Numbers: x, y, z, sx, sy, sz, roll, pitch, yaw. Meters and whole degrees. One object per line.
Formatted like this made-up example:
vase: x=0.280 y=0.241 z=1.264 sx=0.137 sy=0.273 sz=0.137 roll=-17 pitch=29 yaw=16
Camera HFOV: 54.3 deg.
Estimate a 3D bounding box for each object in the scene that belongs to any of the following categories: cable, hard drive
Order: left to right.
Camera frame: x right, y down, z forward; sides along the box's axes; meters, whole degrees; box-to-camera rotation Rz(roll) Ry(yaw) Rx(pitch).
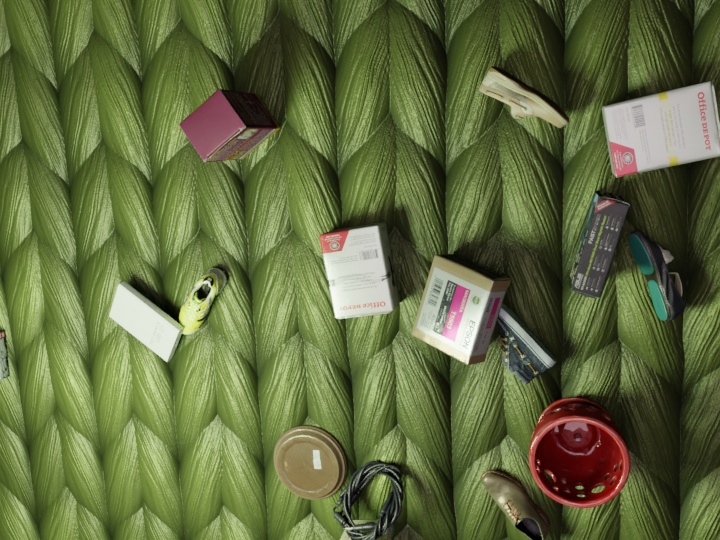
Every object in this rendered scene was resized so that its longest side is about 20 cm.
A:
hard drive: x=-0.554 y=0.133 z=1.812 sx=0.200 sy=0.026 sz=0.132 roll=37 pitch=128 yaw=7
cable: x=0.026 y=0.556 z=1.691 sx=0.200 sy=0.051 sz=0.163 roll=-47 pitch=42 yaw=1

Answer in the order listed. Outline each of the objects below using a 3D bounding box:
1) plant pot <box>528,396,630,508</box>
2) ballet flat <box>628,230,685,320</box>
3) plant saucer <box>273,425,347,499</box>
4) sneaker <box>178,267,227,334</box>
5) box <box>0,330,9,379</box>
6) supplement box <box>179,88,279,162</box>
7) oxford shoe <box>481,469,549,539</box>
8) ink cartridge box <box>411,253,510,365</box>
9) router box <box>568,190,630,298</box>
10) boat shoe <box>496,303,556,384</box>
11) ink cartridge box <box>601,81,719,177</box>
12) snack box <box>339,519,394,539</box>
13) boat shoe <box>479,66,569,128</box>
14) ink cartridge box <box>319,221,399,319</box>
plant pot: x=0.466 y=0.375 z=1.505 sx=0.200 sy=0.182 sz=0.201 roll=3 pitch=102 yaw=16
ballet flat: x=0.622 y=0.004 z=1.458 sx=0.073 sy=0.073 sz=0.201 roll=-21 pitch=88 yaw=19
plant saucer: x=-0.132 y=0.492 z=1.780 sx=0.199 sy=0.029 sz=0.201 roll=3 pitch=100 yaw=15
sneaker: x=-0.410 y=0.079 z=1.755 sx=0.075 sy=0.076 sz=0.200 roll=33 pitch=110 yaw=6
box: x=-1.100 y=0.233 z=2.001 sx=0.199 sy=0.040 sz=0.137 roll=4 pitch=102 yaw=15
supplement box: x=-0.290 y=-0.324 z=1.580 sx=0.131 sy=0.200 sz=0.103 roll=-34 pitch=90 yaw=18
oxford shoe: x=0.359 y=0.545 z=1.625 sx=0.200 sy=0.075 sz=0.070 roll=41 pitch=109 yaw=5
ink cartridge box: x=0.218 y=0.083 z=1.548 sx=0.165 sy=0.075 sz=0.201 roll=25 pitch=108 yaw=38
router box: x=0.484 y=-0.057 z=1.435 sx=0.062 sy=0.150 sz=0.201 roll=16 pitch=104 yaw=12
boat shoe: x=0.335 y=0.160 z=1.560 sx=0.091 sy=0.071 sz=0.200 roll=-43 pitch=89 yaw=15
ink cartridge box: x=0.596 y=-0.278 z=1.396 sx=0.199 sy=0.083 sz=0.146 roll=-10 pitch=98 yaw=17
snack box: x=0.003 y=0.667 z=1.684 sx=0.116 sy=0.200 sz=0.037 roll=-8 pitch=102 yaw=18
boat shoe: x=0.341 y=-0.349 z=1.466 sx=0.200 sy=0.072 sz=0.065 roll=35 pitch=116 yaw=9
ink cartridge box: x=0.000 y=0.000 z=1.619 sx=0.144 sy=0.084 sz=0.201 roll=-8 pitch=97 yaw=16
